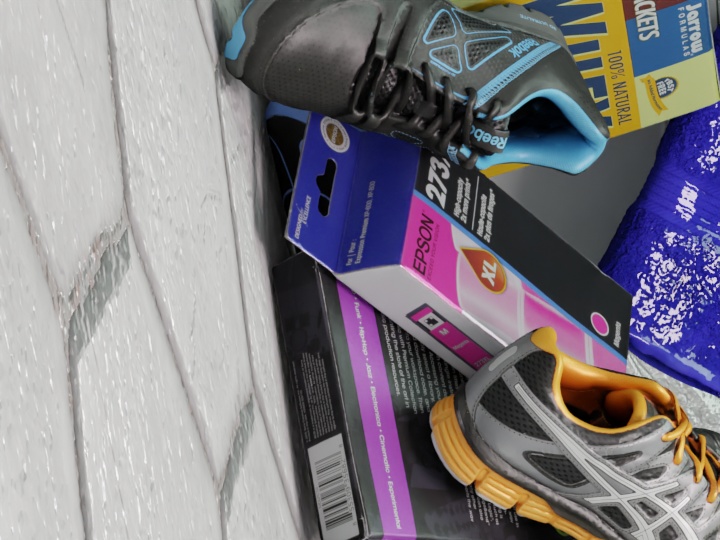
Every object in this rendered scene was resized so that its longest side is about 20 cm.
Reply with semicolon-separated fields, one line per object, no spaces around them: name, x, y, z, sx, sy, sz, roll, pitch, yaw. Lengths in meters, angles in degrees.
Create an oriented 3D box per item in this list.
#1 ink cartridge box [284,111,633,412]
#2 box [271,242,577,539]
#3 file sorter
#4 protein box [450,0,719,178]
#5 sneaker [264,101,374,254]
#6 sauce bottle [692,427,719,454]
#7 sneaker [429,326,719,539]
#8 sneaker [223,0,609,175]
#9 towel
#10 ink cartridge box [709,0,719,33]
ink cartridge box;0.051;-0.001;1.431;0.200;0.037;0.095;36;42;-26
box;0.048;0.070;1.443;0.199;0.036;0.144;9;63;-45
file sorter;0.085;-0.010;1.705;0.125;0.199;0.140;59;22;-80
protein box;0.059;-0.169;1.549;0.135;0.197;0.201;73;-1;-53
sneaker;0.000;0.000;1.490;0.078;0.070;0.200;-50;124;-29
sauce bottle;0.145;0.099;1.711;0.200;0.064;0.065;18;58;-49
sneaker;0.132;0.092;1.397;0.077;0.199;0.078;-53;-154;28
sneaker;0.031;-0.091;1.388;0.082;0.199;0.073;58;-48;40
towel;0.214;-0.031;1.596;0.049;0.147;0.201;27;-88;56
ink cartridge box;0.193;-0.190;1.652;0.145;0.083;0.201;-116;-165;-61
